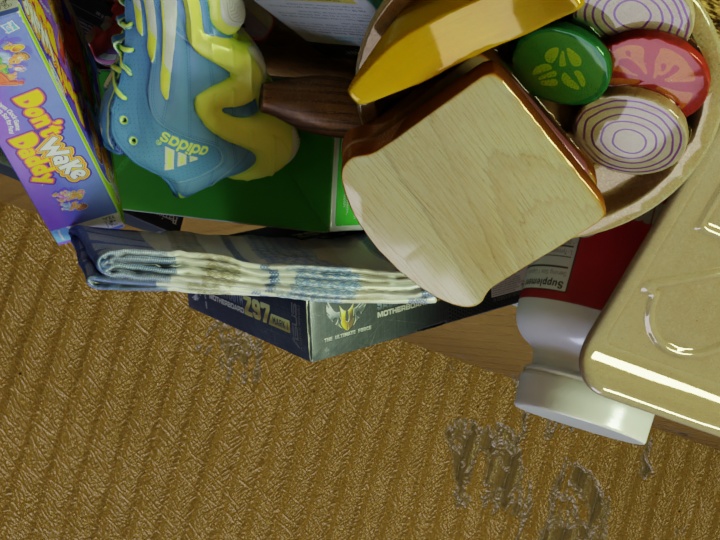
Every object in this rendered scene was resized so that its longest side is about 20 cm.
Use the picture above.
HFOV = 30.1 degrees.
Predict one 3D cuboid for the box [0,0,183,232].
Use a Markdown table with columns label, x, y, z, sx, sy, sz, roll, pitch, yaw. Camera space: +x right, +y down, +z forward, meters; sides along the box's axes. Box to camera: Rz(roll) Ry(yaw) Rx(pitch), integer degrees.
| label | x | y | z | sx | sy | sz | roll | pitch | yaw |
| --- | --- | --- | --- | --- | --- | --- | --- | --- | --- |
| box | -0.211 | -0.126 | 1.009 | 0.199 | 0.143 | 0.078 | 24 | 169 | -41 |

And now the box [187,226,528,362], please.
| label | x | y | z | sx | sy | sz | roll | pitch | yaw |
| --- | --- | --- | --- | --- | --- | --- | --- | --- | --- |
| box | 0.000 | 0.000 | 0.926 | 0.198 | 0.052 | 0.157 | -13 | -162 | -34 |

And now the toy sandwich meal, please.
| label | x | y | z | sx | sy | sz | roll | pitch | yaw |
| --- | --- | --- | --- | --- | --- | --- | --- | --- | --- |
| toy sandwich meal | 0.079 | -0.071 | 0.654 | 0.202 | 0.071 | 0.207 | 5 | 133 | 5 |

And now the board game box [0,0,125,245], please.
| label | x | y | z | sx | sy | sz | roll | pitch | yaw |
| --- | --- | --- | --- | --- | --- | --- | --- | --- | --- |
| board game box | -0.190 | -0.126 | 0.760 | 0.044 | 0.136 | 0.201 | -15 | 151 | -2 |

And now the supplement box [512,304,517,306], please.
| label | x | y | z | sx | sy | sz | roll | pitch | yaw |
| --- | --- | --- | --- | --- | --- | --- | --- | --- | --- |
| supplement box | 0.205 | 0.001 | 1.149 | 0.199 | 0.103 | 0.103 | 23 | 171 | -39 |

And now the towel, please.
| label | x | y | z | sx | sy | sz | roll | pitch | yaw |
| --- | --- | --- | --- | --- | --- | --- | --- | --- | --- |
| towel | -0.062 | -0.008 | 0.762 | 0.197 | 0.024 | 0.147 | 3 | -171 | -17 |

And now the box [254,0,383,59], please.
| label | x | y | z | sx | sy | sz | roll | pitch | yaw |
| --- | --- | --- | --- | --- | --- | --- | --- | --- | --- |
| box | -0.029 | -0.164 | 0.663 | 0.081 | 0.050 | 0.199 | 12 | 171 | 34 |

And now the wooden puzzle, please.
| label | x | y | z | sx | sy | sz | roll | pitch | yaw |
| --- | --- | --- | --- | --- | --- | --- | --- | --- | --- |
| wooden puzzle | 0.236 | -0.002 | 0.752 | 0.183 | 0.202 | 0.046 | 19 | -161 | -19 |

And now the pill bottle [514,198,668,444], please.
| label | x | y | z | sx | sy | sz | roll | pitch | yaw |
| --- | --- | --- | --- | --- | --- | --- | --- | --- | --- |
| pill bottle | 0.161 | -0.002 | 0.829 | 0.111 | 0.203 | 0.112 | 16 | 173 | 2 |

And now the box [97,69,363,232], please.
| label | x | y | z | sx | sy | sz | roll | pitch | yaw |
| --- | --- | --- | --- | --- | --- | --- | --- | --- | --- |
| box | -0.052 | -0.085 | 0.912 | 0.197 | 0.098 | 0.176 | 7 | -173 | 31 |

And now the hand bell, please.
| label | x | y | z | sx | sy | sz | roll | pitch | yaw |
| --- | --- | --- | --- | --- | --- | --- | --- | --- | --- |
| hand bell | 0.041 | -0.084 | 0.741 | 0.197 | 0.106 | 0.104 | 8 | 175 | -13 |

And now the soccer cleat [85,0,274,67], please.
| label | x | y | z | sx | sy | sz | roll | pitch | yaw |
| --- | --- | --- | --- | --- | --- | --- | --- | --- | --- |
| soccer cleat | -0.120 | -0.156 | 0.856 | 0.076 | 0.067 | 0.199 | 36 | 162 | -19 |

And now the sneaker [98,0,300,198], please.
| label | x | y | z | sx | sy | sz | roll | pitch | yaw |
| --- | --- | --- | --- | --- | --- | --- | --- | --- | --- |
| sneaker | -0.109 | -0.116 | 0.729 | 0.201 | 0.104 | 0.076 | 63 | 175 | -37 |
